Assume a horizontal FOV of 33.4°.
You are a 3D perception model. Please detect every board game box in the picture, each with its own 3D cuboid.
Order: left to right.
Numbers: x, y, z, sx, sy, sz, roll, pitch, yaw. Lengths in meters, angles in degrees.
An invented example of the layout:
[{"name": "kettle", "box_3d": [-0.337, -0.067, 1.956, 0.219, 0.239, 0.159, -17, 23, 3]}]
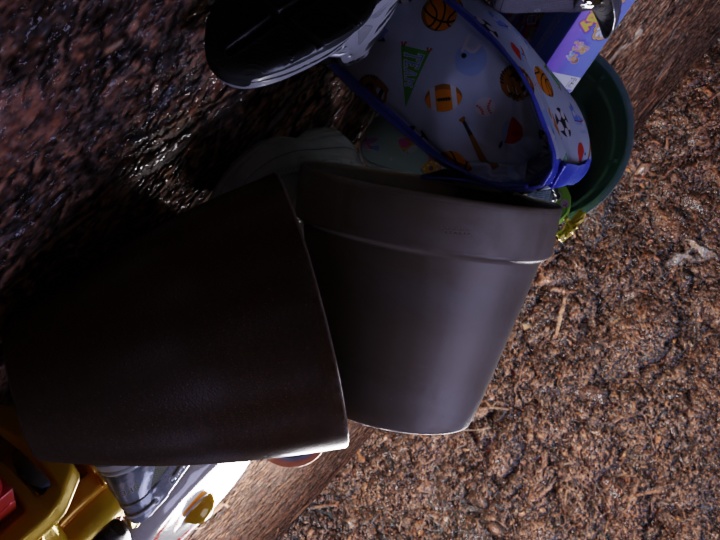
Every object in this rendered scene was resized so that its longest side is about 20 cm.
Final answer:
[{"name": "board game box", "box_3d": [0.191, -0.275, 1.025, 0.044, 0.136, 0.201, 5, 137, -29]}]

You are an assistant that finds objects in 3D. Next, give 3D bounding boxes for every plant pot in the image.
[{"name": "plant pot", "box_3d": [-0.127, 0.053, 0.794, 0.197, 0.190, 0.187, -16, 162, -8]}, {"name": "plant pot", "box_3d": [0.040, 0.021, 0.893, 0.200, 0.197, 0.177, -13, 112, -70]}, {"name": "plant pot", "box_3d": [0.196, -0.147, 1.359, 0.201, 0.200, 0.196, -48, 177, 2]}]

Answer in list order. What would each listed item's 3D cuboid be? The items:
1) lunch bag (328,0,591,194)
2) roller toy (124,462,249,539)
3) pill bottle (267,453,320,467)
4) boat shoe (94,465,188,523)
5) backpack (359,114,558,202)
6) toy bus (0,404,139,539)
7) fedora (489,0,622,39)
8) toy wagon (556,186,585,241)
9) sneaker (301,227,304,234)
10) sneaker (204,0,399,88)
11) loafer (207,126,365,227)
[{"name": "lunch bag", "box_3d": [0.088, -0.134, 0.934, 0.124, 0.200, 0.170, -51, 169, 18]}, {"name": "roller toy", "box_3d": [-0.181, 0.167, 1.063, 0.201, 0.139, 0.182, -52, 168, 17]}, {"name": "pill bottle", "box_3d": [-0.065, 0.109, 1.199, 0.107, 0.105, 0.201, -52, -163, 22]}, {"name": "boat shoe", "box_3d": [-0.131, 0.110, 0.921, 0.073, 0.066, 0.202, -12, -161, 28]}, {"name": "backpack", "box_3d": [0.104, -0.114, 1.121, 0.201, 0.174, 0.154, -55, 144, -25]}, {"name": "toy bus", "box_3d": [-0.255, 0.164, 0.839, 0.200, 0.135, 0.194, -42, 157, -36]}, {"name": "fedora", "box_3d": [0.127, -0.250, 0.892, 0.089, 0.180, 0.200, -18, 178, 2]}, {"name": "toy wagon", "box_3d": [0.149, -0.112, 1.229, 0.155, 0.200, 0.040, -47, 167, 0]}, {"name": "sneaker", "box_3d": [0.000, 0.000, 1.080, 0.098, 0.079, 0.200, -28, 164, -3]}, {"name": "sneaker", "box_3d": [-0.025, -0.151, 0.765, 0.200, 0.075, 0.116, -44, 166, -32]}, {"name": "loafer", "box_3d": [-0.051, -0.067, 0.958, 0.070, 0.070, 0.199, -55, 167, 32]}]
